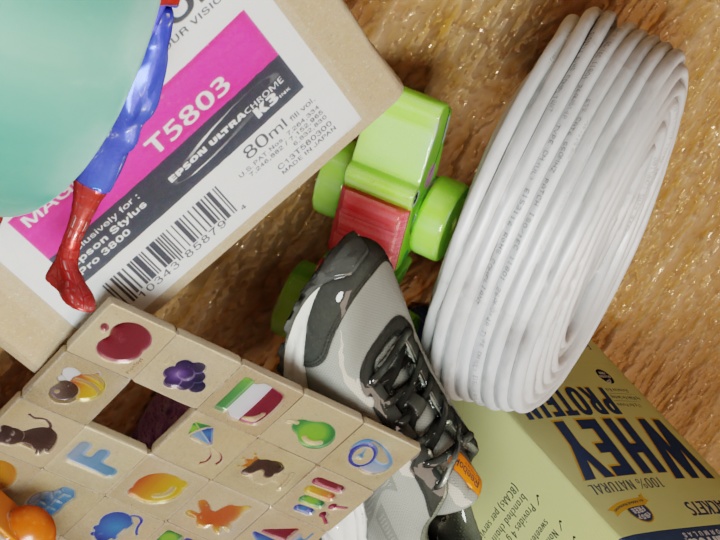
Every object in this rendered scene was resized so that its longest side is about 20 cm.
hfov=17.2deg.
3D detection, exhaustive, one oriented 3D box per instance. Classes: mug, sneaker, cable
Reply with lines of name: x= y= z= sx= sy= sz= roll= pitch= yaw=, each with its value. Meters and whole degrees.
mug: x=-0.155 y=-0.090 z=0.786 sx=0.114 sy=0.152 sz=0.186 roll=15 pitch=100 yaw=-35
sneaker: x=0.017 y=0.064 z=1.073 sx=0.074 sy=0.079 sz=0.201 roll=-52 pitch=144 yaw=-35
cable: x=0.093 y=-0.025 z=1.141 sx=0.200 sy=0.069 sz=0.201 roll=-48 pitch=160 yaw=-58

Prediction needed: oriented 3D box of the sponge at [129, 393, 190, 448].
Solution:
sponge: x=-0.109 y=0.164 z=1.171 sx=0.030 sy=0.112 sz=0.201 roll=9 pitch=122 yaw=-48

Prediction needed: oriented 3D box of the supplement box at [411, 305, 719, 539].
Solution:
supplement box: x=0.081 y=0.158 z=1.282 sx=0.134 sy=0.200 sz=0.201 roll=2 pitch=127 yaw=-47

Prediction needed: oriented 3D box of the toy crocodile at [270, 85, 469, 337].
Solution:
toy crocodile: x=0.000 y=0.000 z=1.121 sx=0.062 sy=0.067 sz=0.201 roll=-51 pitch=164 yaw=-53

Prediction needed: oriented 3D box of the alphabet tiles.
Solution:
alphabet tiles: x=-0.099 y=0.102 z=1.043 sx=0.166 sy=0.008 sz=0.200 roll=27 pitch=126 yaw=-31

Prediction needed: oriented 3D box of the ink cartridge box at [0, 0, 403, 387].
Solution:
ink cartridge box: x=-0.099 y=-0.066 z=0.954 sx=0.200 sy=0.075 sz=0.165 roll=-41 pitch=148 yaw=1

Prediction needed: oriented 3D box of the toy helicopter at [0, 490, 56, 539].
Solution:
toy helicopter: x=-0.142 y=0.146 z=1.040 sx=0.198 sy=0.079 sz=0.133 roll=6 pitch=126 yaw=-29

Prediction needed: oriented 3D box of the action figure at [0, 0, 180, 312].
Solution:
action figure: x=-0.075 y=-0.075 z=0.830 sx=0.065 sy=0.099 sz=0.201 roll=15 pitch=104 yaw=-29
